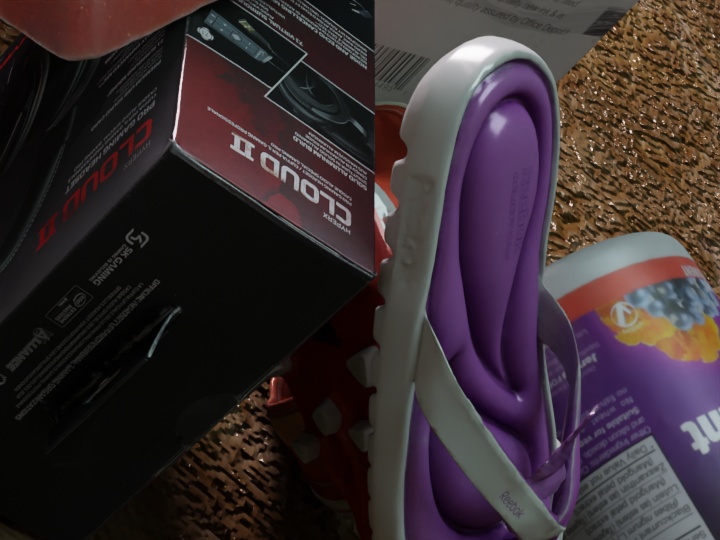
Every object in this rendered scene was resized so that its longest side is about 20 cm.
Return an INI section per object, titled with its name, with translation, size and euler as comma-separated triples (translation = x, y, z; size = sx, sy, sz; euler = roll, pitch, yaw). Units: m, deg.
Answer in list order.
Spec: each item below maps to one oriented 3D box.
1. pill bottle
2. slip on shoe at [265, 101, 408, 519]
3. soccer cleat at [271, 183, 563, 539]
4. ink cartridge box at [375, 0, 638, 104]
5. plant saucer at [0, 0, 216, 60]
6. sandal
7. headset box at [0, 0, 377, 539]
[pill bottle]
translation = 0.123, 0.095, 0.824
size = 0.111, 0.111, 0.201
euler = -1, 55, -52
[slip on shoe]
translation = 0.000, 0.000, 0.814
size = 0.061, 0.074, 0.201
euler = 48, 31, -32
[soccer cleat]
translation = 0.027, 0.055, 0.718
size = 0.085, 0.068, 0.201
euler = -27, 107, -36
[ink cartridge box]
translation = 0.044, -0.138, 0.906
size = 0.145, 0.200, 0.085
euler = 8, 47, -48
[plant saucer]
translation = -0.078, -0.158, 0.690
size = 0.199, 0.037, 0.200
euler = 34, 49, 31
[sandal]
translation = 0.041, 0.035, 0.631
size = 0.050, 0.204, 0.082
euler = 17, 33, 38
[headset box]
translation = -0.068, -0.024, 0.682
size = 0.077, 0.149, 0.201
euler = 33, 34, -23
